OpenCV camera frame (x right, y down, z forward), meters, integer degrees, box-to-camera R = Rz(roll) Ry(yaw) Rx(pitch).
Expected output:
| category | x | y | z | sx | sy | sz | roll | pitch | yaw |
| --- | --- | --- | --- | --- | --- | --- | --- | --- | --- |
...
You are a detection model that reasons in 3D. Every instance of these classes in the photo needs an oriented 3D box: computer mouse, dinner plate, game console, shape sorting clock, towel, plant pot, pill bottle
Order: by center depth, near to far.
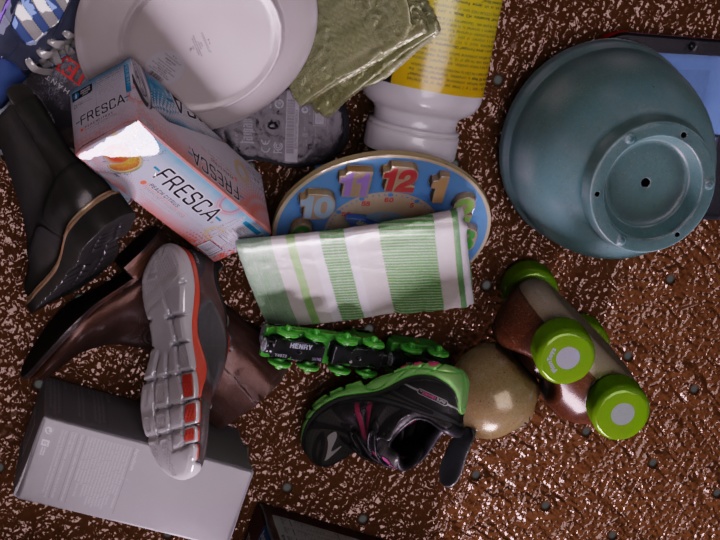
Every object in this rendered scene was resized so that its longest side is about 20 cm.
| category | x | y | z | sx | sy | sz | roll | pitch | yaw |
| --- | --- | --- | --- | --- | --- | --- | --- | --- | --- |
| dinner plate | -0.128 | -0.188 | 1.060 | 0.197 | 0.024 | 0.202 | -10 | 134 | -11 |
| towel | -0.032 | -0.246 | 1.116 | 0.147 | 0.036 | 0.202 | -30 | 89 | 25 |
| pill bottle | 0.061 | -0.202 | 1.161 | 0.111 | 0.112 | 0.203 | 7 | 103 | -15 |
| computer mouse | -0.110 | -0.160 | 1.172 | 0.197 | 0.046 | 0.142 | -4 | 104 | -5 |
| towel | 0.000 | 0.000 | 1.183 | 0.197 | 0.024 | 0.153 | -7 | 149 | 4 |
| shape sorting clock | 0.019 | -0.034 | 1.190 | 0.197 | 0.040 | 0.201 | -4 | 137 | -3 |
| plant pot | 0.238 | -0.094 | 1.197 | 0.197 | 0.134 | 0.203 | -4 | 113 | -11 |
| game console | 0.302 | -0.137 | 1.280 | 0.197 | 0.031 | 0.179 | 2 | 104 | -13 |

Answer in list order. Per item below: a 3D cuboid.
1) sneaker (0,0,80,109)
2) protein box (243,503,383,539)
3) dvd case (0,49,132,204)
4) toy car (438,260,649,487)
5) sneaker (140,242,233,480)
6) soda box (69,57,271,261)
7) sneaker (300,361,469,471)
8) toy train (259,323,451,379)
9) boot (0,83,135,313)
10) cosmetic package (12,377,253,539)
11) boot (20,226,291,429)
| category | x | y | z | sx | sy | sz | roll | pitch | yaw |
| --- | --- | --- | --- | --- | --- | --- | --- | --- | --- |
| sneaker | -0.220 | -0.198 | 1.070 | 0.145 | 0.081 | 0.202 | 24 | 96 | 0 |
| protein box | -0.035 | 0.366 | 1.284 | 0.198 | 0.135 | 0.201 | 20 | 100 | -18 |
| dvd case | -0.217 | -0.155 | 1.132 | 0.145 | 0.022 | 0.201 | 36 | 102 | -6 |
| toy car | 0.145 | 0.119 | 1.253 | 0.200 | 0.165 | 0.158 | -43 | 110 | 11 |
| sneaker | -0.138 | 0.078 | 1.153 | 0.081 | 0.076 | 0.203 | 3 | 87 | -48 |
| soda box | -0.152 | -0.086 | 1.093 | 0.063 | 0.069 | 0.200 | -24 | 146 | 17 |
| sneaker | 0.017 | 0.147 | 1.225 | 0.076 | 0.085 | 0.199 | 20 | 145 | -39 |
| toy train | -0.006 | 0.074 | 1.240 | 0.198 | 0.056 | 0.042 | 9 | 105 | -26 |
| boot | -0.267 | -0.058 | 1.119 | 0.077 | 0.200 | 0.139 | -34 | 85 | -40 |
| cosmetic package | -0.205 | 0.174 | 1.208 | 0.198 | 0.107 | 0.091 | 21 | 99 | -16 |
| boot | -0.181 | 0.090 | 1.215 | 0.186 | 0.064 | 0.200 | -42 | 114 | -1 |
